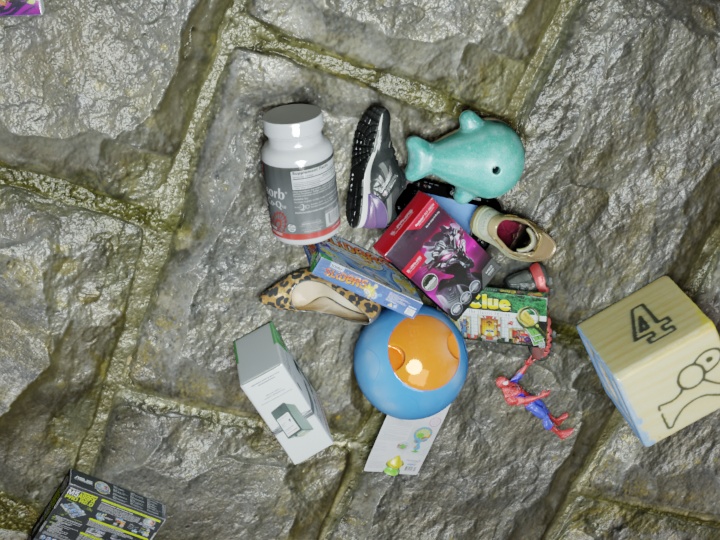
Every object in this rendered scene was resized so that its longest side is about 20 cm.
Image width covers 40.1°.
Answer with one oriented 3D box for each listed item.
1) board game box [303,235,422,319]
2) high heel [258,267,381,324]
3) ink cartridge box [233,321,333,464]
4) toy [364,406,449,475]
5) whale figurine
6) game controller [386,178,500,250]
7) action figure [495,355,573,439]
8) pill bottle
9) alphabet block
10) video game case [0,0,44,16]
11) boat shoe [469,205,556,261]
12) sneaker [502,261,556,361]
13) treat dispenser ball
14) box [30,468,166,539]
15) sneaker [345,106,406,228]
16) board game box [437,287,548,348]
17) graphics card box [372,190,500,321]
[{"bbox_3d":[0.000,0.000,1.648,0.199,0.136,0.035,25,109,-24],"label":"board game box"},{"bbox_3d":[-0.068,0.056,1.657,0.198,0.143,0.072,-9,120,-7],"label":"high heel"},{"bbox_3d":[-0.135,0.215,1.725,0.084,0.146,0.201,-28,120,2],"label":"ink cartridge box"},{"bbox_3d":[0.085,0.302,1.875,0.114,0.047,0.201,9,118,-20],"label":"toy"},{"bbox_3d":[0.173,-0.179,1.608,0.198,0.104,0.161,-1,114,-10],"label":"whale figurine"},{"bbox_3d":[0.142,-0.095,1.683,0.198,0.042,0.105,12,114,-19],"label":"game controller"},{"bbox_3d":[0.347,0.239,1.890,0.199,0.065,0.099,31,115,-26],"label":"action figure"},{"bbox_3d":[-0.096,-0.152,1.558,0.115,0.116,0.202,-10,118,-7],"label":"pill bottle"},{"bbox_3d":[0.547,0.166,1.821,0.199,0.197,0.196,-28,121,3],"label":"alphabet block"},{"bbox_3d":[-0.548,-0.441,1.353,0.198,0.036,0.183,-4,119,-10],"label":"video game case"},{"bbox_3d":[0.274,-0.053,1.697,0.199,0.066,0.075,16,99,-37],"label":"boat shoe"},{"bbox_3d":[0.302,0.082,1.795,0.097,0.071,0.202,-12,120,-1],"label":"sneaker"},{"bbox_3d":[0.087,0.157,1.712,0.199,0.201,0.203,-5,118,-10],"label":"treat dispenser ball"},{"bbox_3d":[-0.488,0.475,1.841,0.199,0.044,0.161,27,108,-24],"label":"box"},{"bbox_3d":[0.035,-0.167,1.607,0.087,0.076,0.202,1,112,-26],"label":"sneaker"},{"bbox_3d":[0.233,0.079,1.752,0.198,0.023,0.106,5,117,19],"label":"board game box"},{"bbox_3d":[0.130,-0.022,1.649,0.126,0.051,0.200,-50,121,-3],"label":"graphics card box"}]
